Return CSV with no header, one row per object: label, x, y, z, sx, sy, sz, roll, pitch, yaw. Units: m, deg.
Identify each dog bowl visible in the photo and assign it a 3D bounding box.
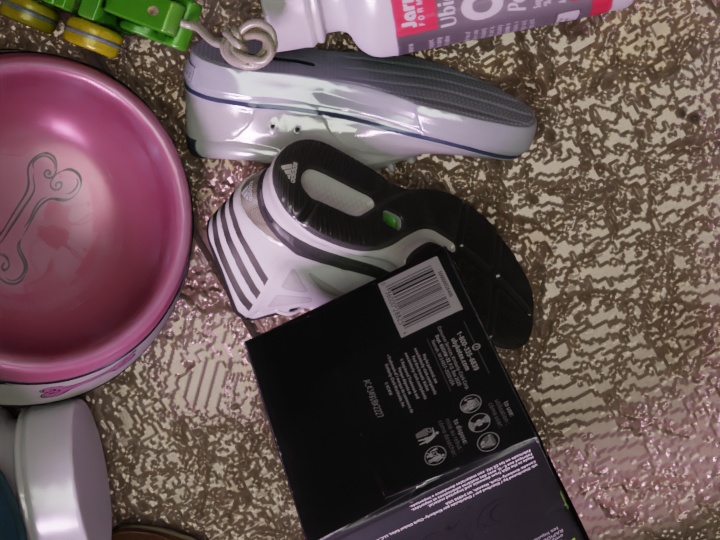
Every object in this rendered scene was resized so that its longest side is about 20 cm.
dog bowl,-0.179,-0.027,0.843,0.199,0.074,0.201,2,84,-21

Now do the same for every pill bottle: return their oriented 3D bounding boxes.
pill bottle,0.042,-0.177,0.841,0.199,0.111,0.111,-12,100,1
pill bottle,-0.249,0.137,0.887,0.199,0.114,0.114,-10,100,0

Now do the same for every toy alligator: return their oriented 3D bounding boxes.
toy alligator,-0.125,-0.144,0.846,0.199,0.054,0.060,22,94,17

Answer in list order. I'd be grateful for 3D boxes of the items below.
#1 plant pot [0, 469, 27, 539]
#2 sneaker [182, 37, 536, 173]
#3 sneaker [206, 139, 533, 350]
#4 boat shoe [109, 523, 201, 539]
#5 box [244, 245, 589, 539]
plant pot,-0.275,0.168,0.740,0.199,0.188,0.201,0,98,-1
sneaker,-0.002,-0.082,0.886,0.199,0.073,0.071,10,120,0
sneaker,0.000,0.000,0.902,0.200,0.115,0.076,29,54,-30
boat shoe,-0.078,0.226,0.928,0.200,0.074,0.076,37,97,-8
box,0.043,0.119,0.836,0.124,0.149,0.200,-25,134,3
